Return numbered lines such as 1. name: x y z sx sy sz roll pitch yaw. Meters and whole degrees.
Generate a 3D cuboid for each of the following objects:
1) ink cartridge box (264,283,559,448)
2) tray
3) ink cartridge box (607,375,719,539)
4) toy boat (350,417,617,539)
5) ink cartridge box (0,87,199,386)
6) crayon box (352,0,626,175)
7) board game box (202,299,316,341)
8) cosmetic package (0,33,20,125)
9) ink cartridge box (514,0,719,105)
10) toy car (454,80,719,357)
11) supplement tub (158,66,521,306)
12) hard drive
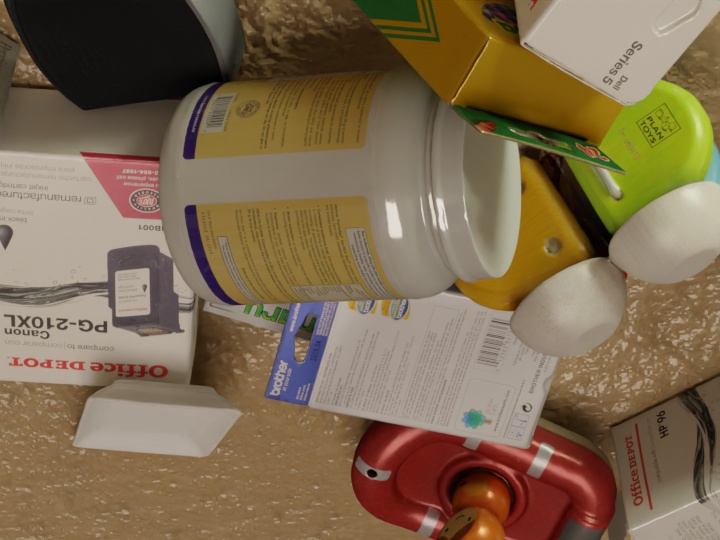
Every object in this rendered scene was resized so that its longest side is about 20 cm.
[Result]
1. ink cartridge box: 0.040 0.054 1.400 0.199 0.042 0.120 10 120 -11
2. tray: -0.151 0.107 1.435 0.107 0.022 0.200 5 165 -11
3. ink cartridge box: 0.259 0.151 1.475 0.200 0.116 0.068 -29 122 19
4. toy boat: 0.087 0.176 1.472 0.199 0.131 0.131 23 124 0
5. ink cartridge box: -0.183 -0.018 1.362 0.144 0.084 0.201 4 128 -3
6. crayon box: 0.078 -0.140 1.181 0.127 0.200 0.051 11 119 -40
7. board game box: 0.000 0.000 1.409 0.199 0.035 0.126 16 125 -12
8. cosmetic package: -0.322 -0.149 1.254 0.200 0.102 0.074 31 122 -23
9. ink cartridge box: 0.158 -0.215 1.146 0.084 0.200 0.146 27 122 -19
10. toy car: 0.158 -0.044 1.318 0.200 0.175 0.150 -38 154 20
11. supplement tub: -0.011 -0.052 1.240 0.199 0.146 0.146 -2 129 21
12. hard drive: -0.147 -0.154 1.224 0.134 0.042 0.200 -7 163 5
